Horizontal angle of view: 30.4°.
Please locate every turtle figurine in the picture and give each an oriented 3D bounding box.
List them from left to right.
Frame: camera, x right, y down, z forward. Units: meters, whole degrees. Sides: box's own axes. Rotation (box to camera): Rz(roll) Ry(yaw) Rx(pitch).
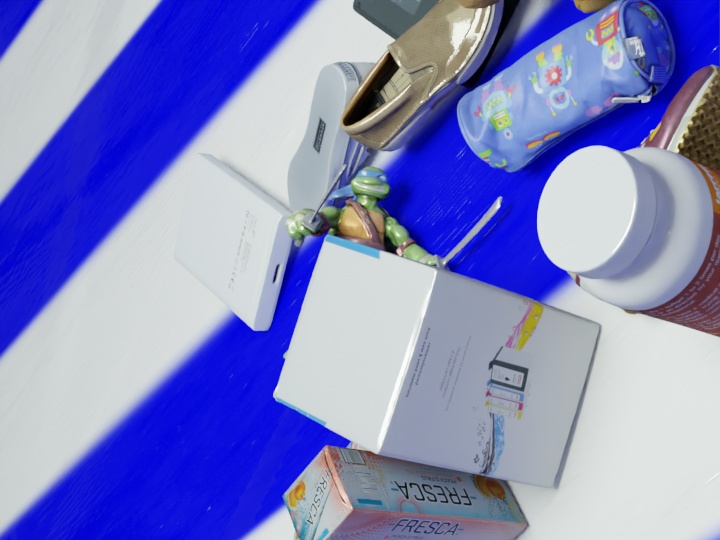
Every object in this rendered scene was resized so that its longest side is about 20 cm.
[{"bbox_3d":[0.000,0.000,1.224,0.199,0.143,0.196,15,94,54],"label":"turtle figurine"}]

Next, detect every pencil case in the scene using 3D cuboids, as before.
[{"bbox_3d":[0.173,-0.151,1.115,0.199,0.078,0.088,-28,66,42],"label":"pencil case"}]

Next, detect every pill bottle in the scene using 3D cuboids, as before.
[{"bbox_3d":[0.219,-0.021,0.925,0.112,0.199,0.113,-17,66,45],"label":"pill bottle"}]

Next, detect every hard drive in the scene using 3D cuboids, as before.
[{"bbox_3d":[-0.143,-0.035,1.478,0.200,0.026,0.133,36,117,48],"label":"hard drive"},{"bbox_3d":[0.079,-0.281,1.301,0.200,0.033,0.140,45,113,47],"label":"hard drive"}]

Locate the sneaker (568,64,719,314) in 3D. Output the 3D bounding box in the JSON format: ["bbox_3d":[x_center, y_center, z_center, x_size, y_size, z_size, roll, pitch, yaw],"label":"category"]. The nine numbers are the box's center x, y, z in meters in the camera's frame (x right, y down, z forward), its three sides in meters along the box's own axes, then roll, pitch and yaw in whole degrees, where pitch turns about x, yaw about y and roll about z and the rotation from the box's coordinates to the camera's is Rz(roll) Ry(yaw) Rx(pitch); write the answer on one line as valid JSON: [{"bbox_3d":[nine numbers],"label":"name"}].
[{"bbox_3d":[0.220,-0.072,1.038,0.090,0.075,0.202,31,102,44],"label":"sneaker"}]

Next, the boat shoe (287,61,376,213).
[{"bbox_3d":[-0.020,-0.123,1.345,0.074,0.065,0.201,56,142,30],"label":"boat shoe"}]

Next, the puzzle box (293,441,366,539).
[{"bbox_3d":[-0.028,0.257,1.191,0.133,0.025,0.201,-54,18,33],"label":"puzzle box"}]

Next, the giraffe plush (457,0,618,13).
[{"bbox_3d":[0.121,-0.290,1.115,0.161,0.173,0.201,-19,45,25],"label":"giraffe plush"}]

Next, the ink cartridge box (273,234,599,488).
[{"bbox_3d":[0.065,0.075,1.079,0.147,0.199,0.146,18,90,51],"label":"ink cartridge box"}]

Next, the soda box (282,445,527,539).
[{"bbox_3d":[0.038,0.195,1.072,0.069,0.199,0.064,-51,45,28],"label":"soda box"}]

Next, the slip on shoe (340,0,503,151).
[{"bbox_3d":[0.054,-0.196,1.230,0.200,0.060,0.076,-47,51,28],"label":"slip on shoe"}]
